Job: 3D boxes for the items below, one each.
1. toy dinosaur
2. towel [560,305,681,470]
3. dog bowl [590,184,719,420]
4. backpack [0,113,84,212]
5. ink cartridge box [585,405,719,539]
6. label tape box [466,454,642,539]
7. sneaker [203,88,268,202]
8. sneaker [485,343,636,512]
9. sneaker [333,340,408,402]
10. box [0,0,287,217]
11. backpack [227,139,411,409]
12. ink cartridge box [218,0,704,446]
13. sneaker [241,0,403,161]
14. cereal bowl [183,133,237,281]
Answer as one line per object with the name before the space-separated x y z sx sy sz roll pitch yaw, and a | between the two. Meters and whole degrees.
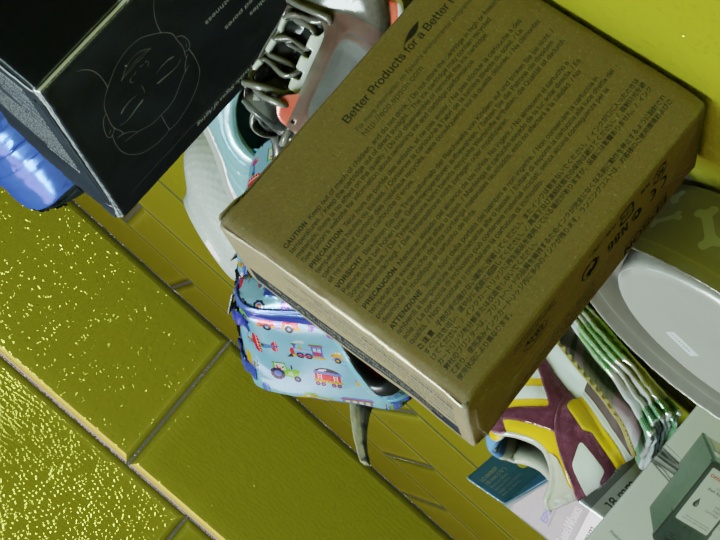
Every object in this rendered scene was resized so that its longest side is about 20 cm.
toy dinosaur | -0.008 0.087 1.254 0.087 0.200 0.048 18 123 4
towel | 0.165 0.061 1.116 0.200 0.031 0.149 51 172 22
dog bowl | 0.218 0.029 0.848 0.200 0.059 0.200 40 169 9
backpack | -0.297 -0.167 1.438 0.168 0.200 0.162 43 169 -16
ink cartridge box | 0.229 0.183 1.047 0.084 0.200 0.146 39 169 19
label tape box | 0.210 0.177 1.205 0.199 0.144 0.064 36 132 22
sneaker | -0.077 -0.087 1.227 0.082 0.074 0.201 31 157 54
sneaker | 0.118 0.090 1.108 0.200 0.090 0.075 50 174 40
sneaker | 0.000 0.000 1.055 0.090 0.078 0.202 -38 -74 -83
box | -0.149 -0.171 0.931 0.124 0.200 0.197 38 168 17
backpack | -0.019 -0.006 1.172 0.180 0.135 0.201 10 136 12
ink cartridge box | 0.054 -0.040 0.758 0.164 0.200 0.075 36 168 22
sneaker | -0.028 -0.117 0.859 0.077 0.081 0.202 40 138 45
cereal bowl | -0.109 -0.050 1.394 0.201 0.083 0.200 57 -176 -6
